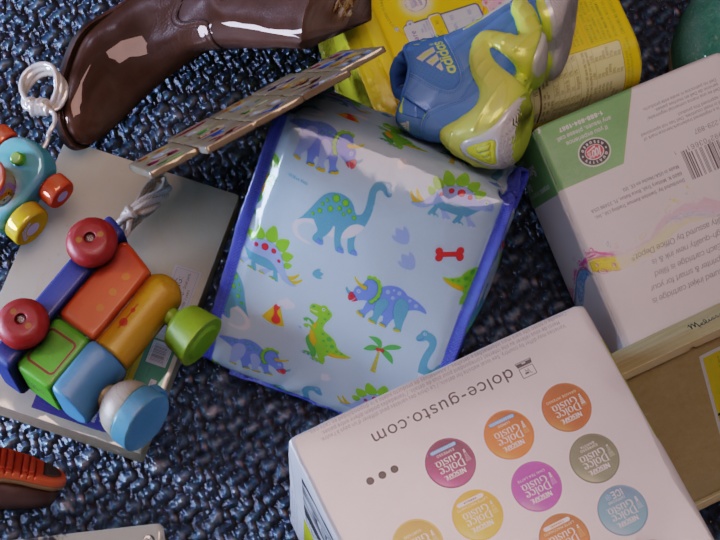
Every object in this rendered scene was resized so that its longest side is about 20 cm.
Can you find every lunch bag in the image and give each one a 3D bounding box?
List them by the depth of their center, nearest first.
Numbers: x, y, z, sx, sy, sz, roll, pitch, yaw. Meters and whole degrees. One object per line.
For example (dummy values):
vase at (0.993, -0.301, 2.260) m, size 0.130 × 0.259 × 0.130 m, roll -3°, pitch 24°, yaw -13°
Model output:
lunch bag at (0.000, 0.000, 1.308) m, size 0.169 × 0.127 × 0.201 m, roll 21°, pitch 107°, yaw 5°

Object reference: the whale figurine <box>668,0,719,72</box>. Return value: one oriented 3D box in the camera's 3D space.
whale figurine at (0.316, -0.137, 1.396) m, size 0.200 × 0.104 × 0.159 m, roll 37°, pitch 71°, yaw 13°

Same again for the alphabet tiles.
alphabet tiles at (-0.069, -0.103, 1.262) m, size 0.166 × 0.200 × 0.006 m, roll -30°, pitch 100°, yaw -8°

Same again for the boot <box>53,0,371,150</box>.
boot at (-0.097, -0.155, 1.346) m, size 0.199 × 0.064 × 0.187 m, roll 6°, pitch 56°, yaw 36°

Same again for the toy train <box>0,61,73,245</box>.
toy train at (-0.295, -0.075, 1.338) m, size 0.199 × 0.056 × 0.151 m, roll -12°, pitch 79°, yaw 15°

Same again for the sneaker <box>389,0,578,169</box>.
sneaker at (0.080, -0.150, 1.302) m, size 0.104 × 0.076 × 0.200 m, roll 13°, pitch 42°, yaw 14°

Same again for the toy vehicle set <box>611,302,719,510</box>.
toy vehicle set at (0.249, 0.078, 1.276) m, size 0.199 × 0.125 × 0.027 m, roll -24°, pitch 29°, yaw -9°

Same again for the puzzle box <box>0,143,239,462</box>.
puzzle box at (-0.177, 0.019, 1.352) m, size 0.132 × 0.025 × 0.201 m, roll 19°, pitch 69°, yaw 4°

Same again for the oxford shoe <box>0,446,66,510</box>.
oxford shoe at (-0.292, 0.151, 1.284) m, size 0.199 × 0.071 × 0.073 m, roll 2°, pitch 97°, yaw -5°

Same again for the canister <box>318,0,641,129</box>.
canister at (0.083, -0.160, 1.404) m, size 0.199 × 0.087 × 0.149 m, roll -18°, pitch 71°, yaw -11°

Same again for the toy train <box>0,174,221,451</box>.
toy train at (-0.137, 0.015, 1.290) m, size 0.115 × 0.085 × 0.200 m, roll 33°, pitch 70°, yaw 17°

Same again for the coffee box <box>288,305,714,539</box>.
coffee box at (0.084, 0.174, 1.211) m, size 0.199 × 0.200 × 0.198 m, roll -24°, pitch 72°, yaw -11°

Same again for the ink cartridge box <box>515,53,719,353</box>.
ink cartridge box at (0.209, -0.023, 1.332) m, size 0.145 × 0.088 × 0.201 m, roll -23°, pitch 86°, yaw -10°

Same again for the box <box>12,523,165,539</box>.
box at (-0.219, 0.211, 1.246) m, size 0.199 × 0.082 × 0.069 m, roll -5°, pitch 69°, yaw -6°
